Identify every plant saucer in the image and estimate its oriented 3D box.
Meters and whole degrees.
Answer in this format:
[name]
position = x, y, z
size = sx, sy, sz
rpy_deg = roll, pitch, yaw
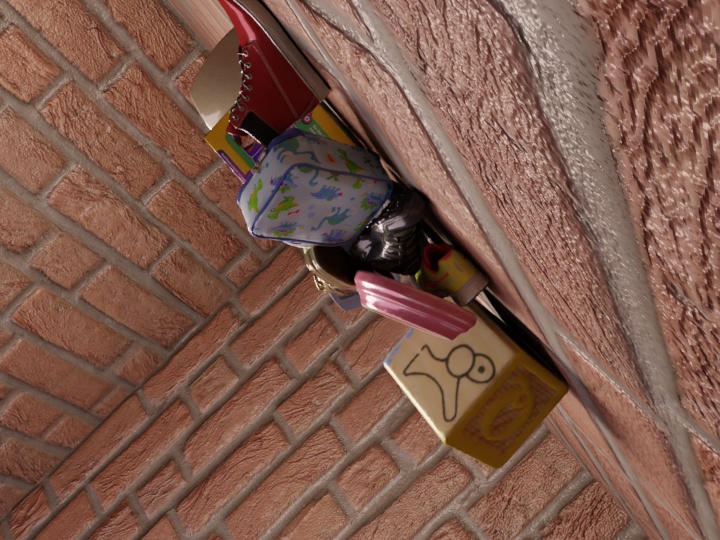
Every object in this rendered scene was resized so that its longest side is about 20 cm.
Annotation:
[plant saucer]
position = 0.078, 0.057, 1.238
size = 0.197, 0.052, 0.201
rpy_deg = 22, 176, 2

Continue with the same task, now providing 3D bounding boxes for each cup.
[cup]
position = -0.219, -0.313, 1.452
size = 0.202, 0.142, 0.200
rpy_deg = 58, -176, -6

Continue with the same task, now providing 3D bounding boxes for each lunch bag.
[lunch bag]
position = -0.067, -0.109, 1.156
size = 0.197, 0.161, 0.083
rpy_deg = 5, -133, -40

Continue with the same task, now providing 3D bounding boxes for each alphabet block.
[alphabet block]
position = 0.192, 0.178, 1.367
size = 0.195, 0.196, 0.200
rpy_deg = 31, -167, -44

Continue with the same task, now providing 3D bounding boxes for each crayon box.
[crayon box]
position = -0.113, -0.193, 1.261
size = 0.200, 0.172, 0.058
rpy_deg = 48, -166, -2

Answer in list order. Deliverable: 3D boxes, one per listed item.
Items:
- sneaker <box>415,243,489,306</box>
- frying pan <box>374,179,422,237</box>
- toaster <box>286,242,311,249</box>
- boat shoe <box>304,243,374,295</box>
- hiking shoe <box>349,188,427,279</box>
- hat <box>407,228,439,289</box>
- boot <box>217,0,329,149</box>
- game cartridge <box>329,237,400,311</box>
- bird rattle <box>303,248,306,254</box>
[sneaker]
position = 0.124, -0.008, 1.246
size = 0.090, 0.078, 0.200
rpy_deg = 47, 169, -14
[frying pan]
position = 0.026, -0.074, 1.280
size = 0.115, 0.031, 0.190
rpy_deg = 49, 142, -3
[toaster]
position = -0.058, -0.087, 1.440
size = 0.127, 0.116, 0.199
rpy_deg = 15, 179, -35
[boat shoe]
position = -0.040, 0.006, 1.295
size = 0.199, 0.066, 0.075
rpy_deg = 26, -137, -61
[hiking shoe]
position = 0.062, -0.047, 1.193
size = 0.100, 0.076, 0.200
rpy_deg = 41, 153, -5
[hat]
position = 0.111, -0.013, 1.417
size = 0.201, 0.081, 0.201
rpy_deg = 48, 179, 1
[boot]
position = -0.153, -0.265, 1.081
size = 0.201, 0.144, 0.072
rpy_deg = 49, -179, -22
[game cartridge]
position = 0.000, 0.000, 1.423
size = 0.201, 0.130, 0.041
rpy_deg = 72, -177, -57
[bird rattle]
position = -0.045, -0.105, 1.640
size = 0.111, 0.203, 0.164
rpy_deg = 19, 160, 15
